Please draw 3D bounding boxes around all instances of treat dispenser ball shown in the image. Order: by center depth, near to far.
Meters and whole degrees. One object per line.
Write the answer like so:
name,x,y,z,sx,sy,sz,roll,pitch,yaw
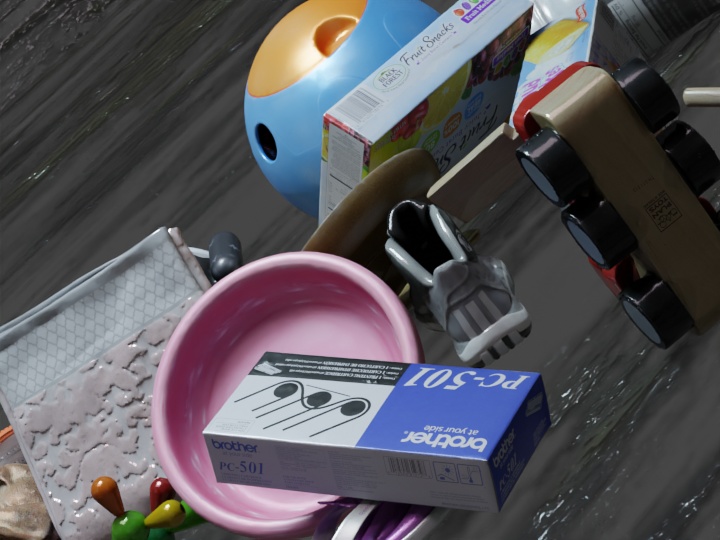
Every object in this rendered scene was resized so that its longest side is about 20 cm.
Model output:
treat dispenser ball,0.003,-0.136,2.013,0.201,0.201,0.201,-33,18,12

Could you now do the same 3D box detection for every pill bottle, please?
pill bottle,0.220,-0.231,1.988,0.200,0.113,0.113,-33,18,10

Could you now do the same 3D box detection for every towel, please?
towel,-0.177,0.093,1.822,0.200,0.191,0.032,-31,-10,19

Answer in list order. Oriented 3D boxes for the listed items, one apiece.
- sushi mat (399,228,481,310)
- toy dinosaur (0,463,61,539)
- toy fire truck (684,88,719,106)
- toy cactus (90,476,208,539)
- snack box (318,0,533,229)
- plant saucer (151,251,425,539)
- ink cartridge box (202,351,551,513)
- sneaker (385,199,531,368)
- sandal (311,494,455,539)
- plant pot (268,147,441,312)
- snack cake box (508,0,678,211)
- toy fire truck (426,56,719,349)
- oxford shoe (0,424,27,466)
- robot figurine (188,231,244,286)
sushi mat,0.008,0.038,1.874,0.200,0.012,0.096,-47,21,-27
toy dinosaur,-0.254,0.192,1.892,0.135,0.086,0.200,2,45,6
toy fire truck,0.317,-0.155,1.597,0.176,0.129,0.200,-15,39,50
toy cactus,-0.190,0.217,1.693,0.200,0.102,0.165,-52,11,-17
snack box,0.049,-0.111,1.832,0.200,0.053,0.142,-42,-26,-31
plant saucer,-0.044,0.088,1.638,0.200,0.051,0.201,-9,67,22
ink cartridge box,0.010,0.100,1.526,0.200,0.044,0.094,3,34,26
sneaker,0.057,-0.010,1.730,0.075,0.116,0.200,-38,18,-3
sandal,-0.014,0.170,1.515,0.203,0.050,0.082,-37,19,-5
plant pot,0.000,0.000,1.766,0.200,0.027,0.200,-47,-18,-20
snack cake box,0.173,-0.109,1.761,0.067,0.115,0.200,-30,18,21
toy fire truck,0.143,-0.042,1.546,0.129,0.176,0.200,-39,17,-6
oxford shoe,-0.292,0.192,2.007,0.073,0.071,0.200,14,43,31
robot figurine,-0.145,0.056,1.934,0.150,0.125,0.200,-20,20,6
